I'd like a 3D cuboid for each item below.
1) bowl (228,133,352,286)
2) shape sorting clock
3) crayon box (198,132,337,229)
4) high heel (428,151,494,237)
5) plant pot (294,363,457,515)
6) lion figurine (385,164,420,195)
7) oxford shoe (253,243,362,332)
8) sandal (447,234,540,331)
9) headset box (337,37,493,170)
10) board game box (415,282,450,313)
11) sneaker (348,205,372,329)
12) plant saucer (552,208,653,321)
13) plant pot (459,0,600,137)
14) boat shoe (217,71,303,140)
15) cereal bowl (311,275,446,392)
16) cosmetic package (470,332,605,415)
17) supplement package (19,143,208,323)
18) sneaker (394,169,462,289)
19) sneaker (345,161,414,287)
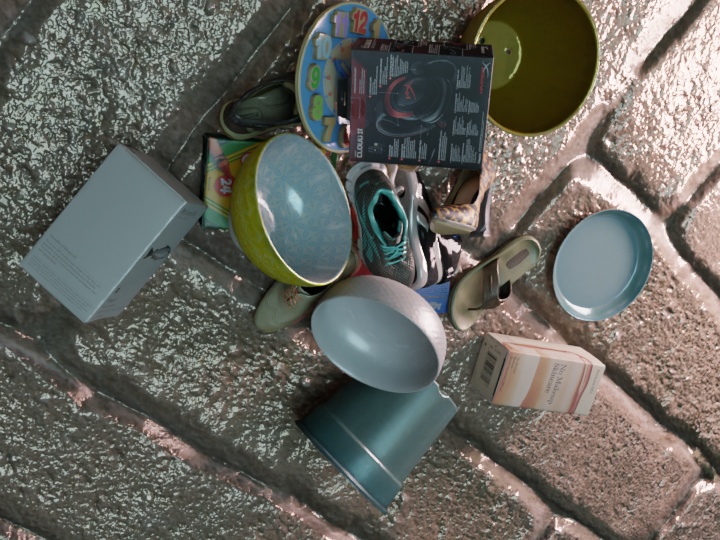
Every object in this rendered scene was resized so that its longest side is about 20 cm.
[{"bbox_3d":[-0.110,-0.069,1.052,0.107,0.201,0.201,-14,121,32],"label":"bowl"},{"bbox_3d":[-0.015,-0.261,1.084,0.199,0.039,0.202,-18,114,-47],"label":"shape sorting clock"},{"bbox_3d":[-0.125,-0.122,1.129,0.198,0.051,0.128,1,108,-20],"label":"crayon box"},{"bbox_3d":[0.144,-0.124,1.162,0.200,0.071,0.144,2,87,-61],"label":"high heel"},{"bbox_3d":[0.034,0.237,1.243,0.196,0.200,0.200,-45,117,-9],"label":"plant pot"},{"bbox_3d":[0.074,-0.203,1.139,0.199,0.073,0.123,-36,76,-9],"label":"lion figurine"},{"bbox_3d":[-0.091,0.026,1.154,0.200,0.074,0.071,-40,84,20],"label":"oxford shoe"},{"bbox_3d":[0.220,0.019,1.291,0.201,0.057,0.080,-43,121,-5],"label":"sandal"},{"bbox_3d":[0.067,-0.218,1.035,0.198,0.075,0.150,4,118,5],"label":"headset box"},{"bbox_3d":[0.049,0.024,1.258,0.198,0.019,0.104,-4,107,-18],"label":"board game box"},{"bbox_3d":[0.000,0.000,1.183,0.086,0.074,0.202,-15,107,-11],"label":"sneaker"},{"bbox_3d":[0.412,-0.011,1.369,0.198,0.027,0.202,-7,111,-17],"label":"plant saucer"},{"bbox_3d":[0.217,-0.303,1.135,0.198,0.142,0.202,-6,110,-16],"label":"plant pot"},{"bbox_3d":[-0.094,-0.229,1.077,0.199,0.065,0.074,-30,103,-23],"label":"boat shoe"},{"bbox_3d":[0.033,0.079,1.128,0.200,0.199,0.084,52,46,-26],"label":"cereal bowl"},{"bbox_3d":[0.303,0.178,1.362,0.198,0.087,0.104,9,104,-22],"label":"cosmetic package"},{"bbox_3d":[-0.315,-0.047,1.033,0.117,0.117,0.200,41,93,2],"label":"supplement package"},{"bbox_3d":[0.098,-0.076,1.216,0.111,0.073,0.202,-8,92,-41],"label":"sneaker"},{"bbox_3d":[0.034,-0.048,1.084,0.077,0.091,0.201,-24,120,-6],"label":"sneaker"}]
